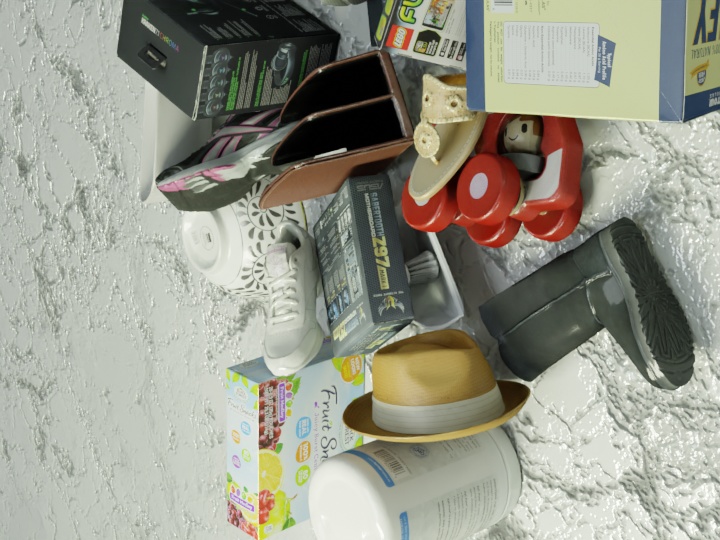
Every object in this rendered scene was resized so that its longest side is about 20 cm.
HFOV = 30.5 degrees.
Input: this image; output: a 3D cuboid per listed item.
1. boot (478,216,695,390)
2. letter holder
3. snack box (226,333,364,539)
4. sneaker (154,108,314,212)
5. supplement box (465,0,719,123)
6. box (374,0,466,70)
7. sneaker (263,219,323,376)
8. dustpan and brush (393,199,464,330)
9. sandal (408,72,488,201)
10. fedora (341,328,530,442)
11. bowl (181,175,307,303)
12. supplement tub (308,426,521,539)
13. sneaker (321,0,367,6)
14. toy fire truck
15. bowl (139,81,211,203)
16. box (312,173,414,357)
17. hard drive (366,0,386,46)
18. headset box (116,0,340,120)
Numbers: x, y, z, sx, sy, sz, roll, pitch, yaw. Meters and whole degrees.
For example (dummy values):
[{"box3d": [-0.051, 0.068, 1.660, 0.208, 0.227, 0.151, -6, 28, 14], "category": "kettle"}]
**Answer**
[{"box3d": [0.209, 0.064, 1.252, 0.200, 0.065, 0.166, -35, 65, 47], "category": "boot"}, {"box3d": [-0.046, -0.142, 1.395, 0.200, 0.141, 0.101, 147, 106, -73], "category": "letter holder"}, {"box3d": [-0.076, 0.194, 1.562, 0.067, 0.168, 0.201, 21, 116, 42], "category": "snack box"}, {"box3d": [-0.150, -0.140, 1.568, 0.081, 0.199, 0.087, 77, 171, -57], "category": "sneaker"}, {"box3d": [0.204, -0.232, 1.087, 0.199, 0.134, 0.201, 9, 109, 36], "category": "supplement box"}, {"box3d": [0.095, -0.292, 1.244, 0.035, 0.109, 0.201, -103, 28, -54], "category": "box"}, {"box3d": [-0.087, 0.030, 1.512, 0.074, 0.100, 0.201, -16, 44, 23], "category": "sneaker"}, {"box3d": [0.048, 0.009, 1.437, 0.200, 0.057, 0.140, 122, 127, -78], "category": "dustpan and brush"}, {"box3d": [0.090, -0.171, 1.236, 0.212, 0.070, 0.078, -53, 29, -1], "category": "sandal"}, {"box3d": [0.073, 0.110, 1.335, 0.200, 0.200, 0.082, 4, 108, 50], "category": "fedora"}, {"box3d": [-0.163, -0.049, 1.656, 0.200, 0.094, 0.202, 17, 113, 47], "category": "bowl"}, {"box3d": [0.057, 0.232, 1.385, 0.132, 0.199, 0.133, 18, 114, 47], "category": "supplement tub"}, {"box3d": [0.020, -0.336, 1.312, 0.200, 0.070, 0.081, -21, 73, 48], "category": "sneaker"}, {"box3d": [0.132, -0.116, 1.274, 0.199, 0.112, 0.169, -5, 77, 52], "category": "toy fire truck"}, {"box3d": [-0.232, -0.185, 1.663, 0.200, 0.074, 0.202, 177, 94, -75], "category": "bowl"}, {"box3d": [0.000, 0.000, 1.433, 0.200, 0.051, 0.159, 130, 132, -71], "category": "box"}, {"box3d": [0.054, -0.335, 1.351, 0.139, 0.033, 0.202, 7, 106, 50], "category": "hard drive"}, {"box3d": [-0.158, -0.257, 1.502, 0.174, 0.199, 0.093, 40, 129, 36], "category": "headset box"}]
